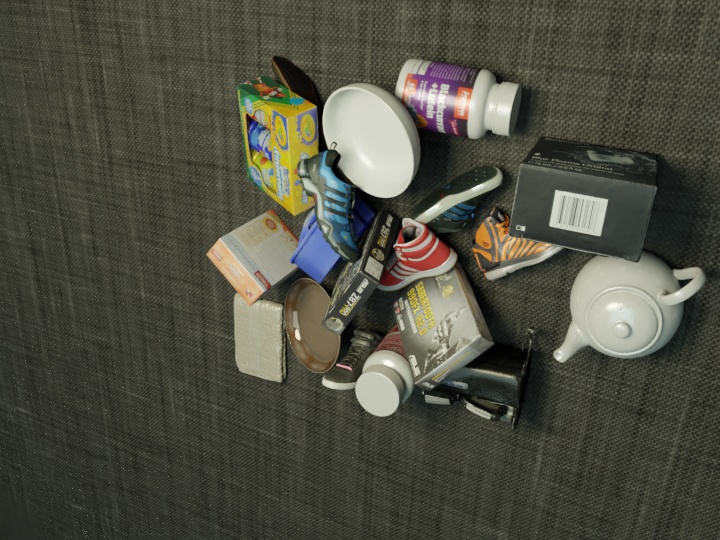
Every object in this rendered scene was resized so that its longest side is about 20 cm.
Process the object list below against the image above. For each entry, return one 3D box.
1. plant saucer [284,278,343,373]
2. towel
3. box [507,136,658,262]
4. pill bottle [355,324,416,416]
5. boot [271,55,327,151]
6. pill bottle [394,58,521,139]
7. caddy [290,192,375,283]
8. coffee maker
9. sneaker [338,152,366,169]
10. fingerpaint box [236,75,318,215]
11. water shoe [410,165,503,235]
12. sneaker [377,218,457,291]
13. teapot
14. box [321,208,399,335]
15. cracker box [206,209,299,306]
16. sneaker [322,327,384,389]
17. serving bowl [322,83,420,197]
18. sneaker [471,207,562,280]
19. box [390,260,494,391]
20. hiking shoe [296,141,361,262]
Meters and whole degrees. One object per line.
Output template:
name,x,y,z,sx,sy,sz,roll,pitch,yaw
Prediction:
plant saucer,-0.096,0.115,1.392,0.198,0.032,0.206,16,111,46
towel,-0.231,0.157,1.510,0.129,0.034,0.205,12,114,20
box,0.351,-0.120,1.016,0.192,0.200,0.120,13,117,20
pill bottle,0.068,0.193,1.279,0.107,0.200,0.112,9,114,22
boot,-0.125,-0.308,1.245,0.202,0.074,0.097,54,131,12
pill bottle,0.164,-0.285,1.093,0.195,0.111,0.114,15,116,20
caddy,-0.062,-0.076,1.271,0.105,0.141,0.201,40,121,2
coffee maker,0.225,0.183,1.258,0.195,0.134,0.197,12,91,20
sneaker,0.008,-0.258,1.212,0.195,0.076,0.119,-8,102,17
fingerpaint box,-0.153,-0.235,1.228,0.166,0.072,0.203,38,142,35
water shoe,0.185,-0.120,1.187,0.198,0.072,0.079,-26,120,36
sneaker,0.076,-0.030,1.229,0.198,0.072,0.112,-20,128,42
teapot,0.442,0.066,1.080,0.193,0.146,0.205,14,115,19
box,0.000,0.000,1.225,0.048,0.202,0.162,31,129,-10
cracker box,-0.201,-0.031,1.321,0.058,0.200,0.135,-40,91,32
sneaker,-0.014,0.173,1.324,0.069,0.199,0.102,14,105,27
serving bowl,0.028,-0.229,1.109,0.198,0.066,0.203,31,144,25
sneaker,0.278,-0.067,1.145,0.197,0.078,0.114,-27,98,32
box,0.145,0.094,1.204,0.048,0.203,0.158,28,122,-37
hiking shoe,-0.038,-0.114,1.141,0.085,0.074,0.204,-24,98,14
